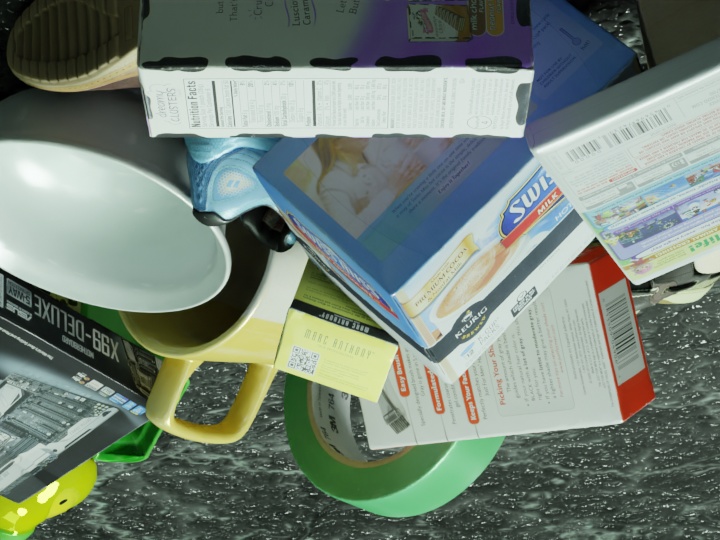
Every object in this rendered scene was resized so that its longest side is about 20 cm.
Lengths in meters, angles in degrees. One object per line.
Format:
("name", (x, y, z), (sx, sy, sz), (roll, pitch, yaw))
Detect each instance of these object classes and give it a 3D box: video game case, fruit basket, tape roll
("video game case", (0.212, -0.073, 1.134), (0.199, 0.022, 0.182), (-24, 147, 15))
("fruit basket", (-0.229, 0.124, 1.614), (0.155, 0.217, 0.216), (7, 154, -15))
("tape roll", (0.030, 0.082, 1.529), (0.200, 0.201, 0.048), (-21, 147, 36))

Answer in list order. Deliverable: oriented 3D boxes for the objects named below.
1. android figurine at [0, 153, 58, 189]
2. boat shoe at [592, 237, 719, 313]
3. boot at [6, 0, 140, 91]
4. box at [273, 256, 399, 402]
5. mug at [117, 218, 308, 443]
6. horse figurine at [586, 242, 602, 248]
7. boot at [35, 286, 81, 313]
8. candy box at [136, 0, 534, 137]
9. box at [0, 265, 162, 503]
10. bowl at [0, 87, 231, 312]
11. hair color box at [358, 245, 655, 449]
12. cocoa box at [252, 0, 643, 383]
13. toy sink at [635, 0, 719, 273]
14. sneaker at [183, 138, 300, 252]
("android figurine", (-0.275, -0.050, 1.436), (0.199, 0.041, 0.182), (19, 148, -31))
("boat shoe", (0.209, -0.011, 1.463), (0.200, 0.072, 0.066), (-5, 148, -51))
("boot", (-0.097, -0.126, 1.244), (0.199, 0.073, 0.166), (-7, 162, 33))
("box", (0.000, 0.000, 1.329), (0.075, 0.200, 0.050), (18, 124, -2))
("mug", (-0.084, 0.013, 1.447), (0.187, 0.150, 0.153), (-43, 147, 20))
("horse figurine", (0.095, -0.061, 1.374), (0.132, 0.050, 0.200), (24, -178, 33))
("boot", (-0.315, 0.032, 1.467), (0.153, 0.074, 0.203), (28, 140, -34))
("candy box", (-0.013, -0.158, 1.064), (0.199, 0.169, 0.072), (0, 153, 0))
("box", (-0.262, 0.075, 1.426), (0.157, 0.050, 0.200), (-32, 134, 26))
("bowl", (-0.169, -0.062, 1.313), (0.200, 0.091, 0.201), (11, 151, 6))
("hair color box", (0.090, 0.053, 1.385), (0.199, 0.112, 0.064), (-9, -172, 31))
("cocoa box", (0.062, -0.063, 1.199), (0.200, 0.133, 0.131), (-44, 150, -7))
("toy sink", (0.245, -0.105, 1.231), (0.130, 0.113, 0.200), (-15, 149, 8))
("sneaker", (-0.046, -0.057, 1.283), (0.078, 0.091, 0.200), (9, -176, 38))
